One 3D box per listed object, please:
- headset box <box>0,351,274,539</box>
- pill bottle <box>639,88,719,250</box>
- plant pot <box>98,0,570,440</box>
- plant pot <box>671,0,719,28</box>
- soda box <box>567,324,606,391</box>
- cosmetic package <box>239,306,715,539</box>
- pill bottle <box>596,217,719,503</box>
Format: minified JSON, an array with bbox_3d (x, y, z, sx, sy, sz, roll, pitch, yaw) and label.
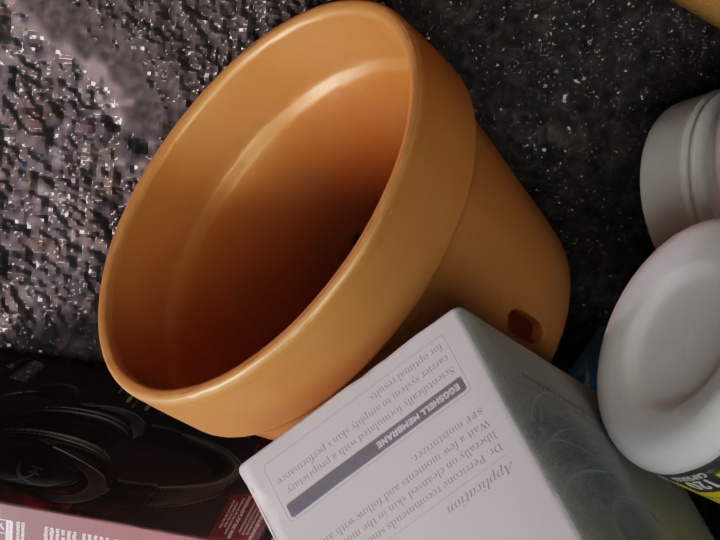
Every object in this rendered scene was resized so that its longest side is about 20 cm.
[{"bbox_3d":[-0.108,0.111,1.118,0.199,0.149,0.078,8,113,11],"label":"headset box"},{"bbox_3d":[0.228,-0.049,1.063,0.199,0.114,0.115,-14,118,44],"label":"pill bottle"},{"bbox_3d":[0.000,0.000,1.088,0.140,0.200,0.200,34,108,-32],"label":"plant pot"},{"bbox_3d":[0.149,-0.190,1.024,0.186,0.187,0.200,-36,121,12],"label":"plant pot"},{"bbox_3d":[0.090,0.131,1.198,0.064,0.068,0.201,31,108,-9],"label":"soda box"},{"bbox_3d":[0.081,0.149,1.003,0.123,0.201,0.199,-36,149,15],"label":"cosmetic package"},{"bbox_3d":[0.206,0.063,1.040,0.199,0.112,0.112,25,110,-29],"label":"pill bottle"}]
